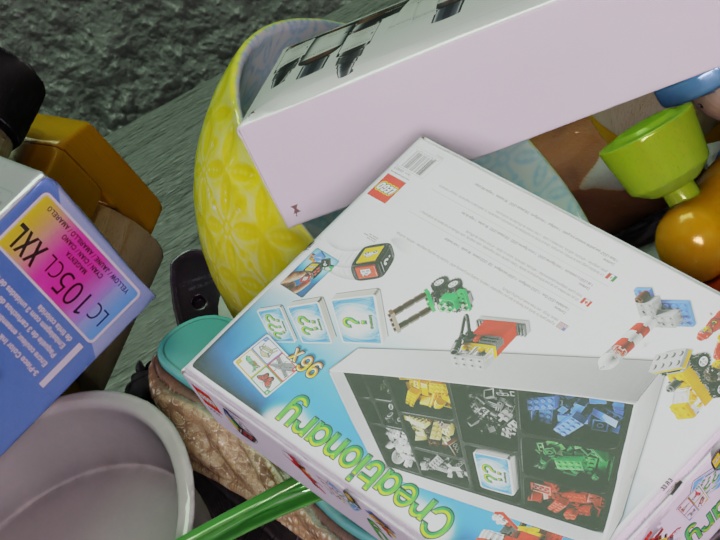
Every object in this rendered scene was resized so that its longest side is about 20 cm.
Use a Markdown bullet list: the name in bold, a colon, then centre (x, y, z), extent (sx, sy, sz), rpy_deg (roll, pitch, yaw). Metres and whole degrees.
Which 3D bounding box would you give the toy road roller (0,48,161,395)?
- **toy road roller**: centre (-0.203, -0.025, 1.202), extent (0.146, 0.200, 0.123), rpy_deg (10, 66, 34)

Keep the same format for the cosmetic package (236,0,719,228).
- **cosmetic package**: centre (0.057, -0.085, 0.952), extent (0.200, 0.051, 0.083), rpy_deg (-20, 23, 21)

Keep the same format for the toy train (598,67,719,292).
- **toy train**: centre (0.123, -0.007, 0.899), extent (0.085, 0.116, 0.200), rpy_deg (-22, 13, 41)

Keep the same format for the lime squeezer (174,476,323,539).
- **lime squeezer**: centre (0.022, 0.073, 0.876), extent (0.199, 0.038, 0.071), rpy_deg (-10, 48, 18)

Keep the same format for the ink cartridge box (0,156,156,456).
- **ink cartridge box**: centre (-0.193, 0.046, 1.018), extent (0.200, 0.076, 0.136), rpy_deg (-44, 22, -11)

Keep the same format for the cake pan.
- **cake pan**: centre (-0.131, 0.138, 0.952), extent (0.200, 0.037, 0.201), rpy_deg (-28, 38, 25)

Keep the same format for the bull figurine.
- **bull figurine**: centre (0.126, -0.050, 1.245), extent (0.200, 0.065, 0.121), rpy_deg (-20, 7, 24)

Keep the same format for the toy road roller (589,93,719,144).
- **toy road roller**: centre (0.172, -0.152, 1.132), extent (0.200, 0.146, 0.123), rpy_deg (-19, -30, -25)

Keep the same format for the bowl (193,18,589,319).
- **bowl**: centre (0.000, 0.000, 1.083), extent (0.108, 0.200, 0.200), rpy_deg (-48, 0, 30)

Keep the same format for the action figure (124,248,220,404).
- **action figure**: centre (-0.057, 0.036, 1.239), extent (0.130, 0.070, 0.200), rpy_deg (-26, -19, -9)

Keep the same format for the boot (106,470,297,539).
- **boot**: centre (-0.100, 0.114, 1.089), extent (0.150, 0.073, 0.200), rpy_deg (-31, 18, 30)

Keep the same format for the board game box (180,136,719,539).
- **board game box**: centre (0.044, 0.038, 0.840), extent (0.126, 0.035, 0.200), rpy_deg (-44, 42, -13)

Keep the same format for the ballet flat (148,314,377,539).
- **ballet flat**: centre (-0.007, 0.081, 0.960), extent (0.070, 0.065, 0.200), rpy_deg (-30, 39, -23)
